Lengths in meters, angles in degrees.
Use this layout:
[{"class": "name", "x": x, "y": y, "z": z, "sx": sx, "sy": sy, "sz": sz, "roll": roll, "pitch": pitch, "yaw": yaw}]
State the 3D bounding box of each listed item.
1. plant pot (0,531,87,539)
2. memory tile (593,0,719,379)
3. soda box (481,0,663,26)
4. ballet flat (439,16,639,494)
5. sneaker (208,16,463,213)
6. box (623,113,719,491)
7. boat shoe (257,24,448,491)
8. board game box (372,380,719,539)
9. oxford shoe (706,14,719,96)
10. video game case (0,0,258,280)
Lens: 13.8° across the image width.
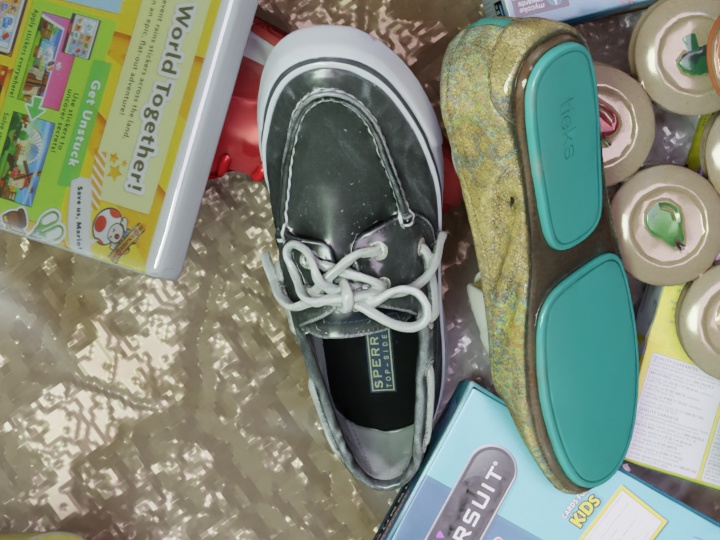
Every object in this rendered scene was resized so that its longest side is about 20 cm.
[{"class": "plant pot", "x": -0.188, "y": 0.196, "z": 1.162, "sx": 0.142, "sy": 0.200, "sz": 0.201, "roll": 3, "pitch": 88, "yaw": 22}, {"class": "memory tile", "x": 0.183, "y": -0.062, "z": 1.208, "sx": 0.200, "sy": 0.017, "sz": 0.153, "roll": -37, "pitch": 98, "yaw": -2}, {"class": "soda box", "x": 0.145, "y": -0.150, "z": 1.238, "sx": 0.199, "sy": 0.064, "sz": 0.069, "roll": -13, "pitch": 92, "yaw": -4}, {"class": "ballet flat", "x": 0.068, "y": -0.009, "z": 1.183, "sx": 0.070, "sy": 0.071, "sz": 0.201, "roll": -11, "pitch": 115, "yaw": -4}, {"class": "sneaker", "x": -0.060, "y": -0.048, "z": 1.227, "sx": 0.200, "sy": 0.078, "sz": 0.116, "roll": 31, "pitch": 95, "yaw": 9}, {"class": "box", "x": 0.183, "y": -0.002, "z": 1.247, "sx": 0.117, "sy": 0.048, "sz": 0.201, "roll": 18, "pitch": 90, "yaw": -3}, {"class": "boat shoe", "x": -0.003, "y": 0.000, "z": 1.171, "sx": 0.073, "sy": 0.068, "sz": 0.200, "roll": 0, "pitch": 128, "yaw": 4}, {"class": "board game box", "x": 0.093, "y": 0.159, "z": 1.236, "sx": 0.200, "sy": 0.047, "sz": 0.151, "roll": 30, "pitch": 86, "yaw": -3}, {"class": "oxford shoe", "x": 0.233, "y": -0.106, "z": 1.164, "sx": 0.199, "sy": 0.073, "sz": 0.071, "roll": -17, "pitch": 97, "yaw": -4}, {"class": "video game case", "x": -0.123, "y": -0.115, "z": 1.192, "sx": 0.182, "sy": 0.023, "sz": 0.201, "roll": 17, "pitch": 91, "yaw": 27}]
